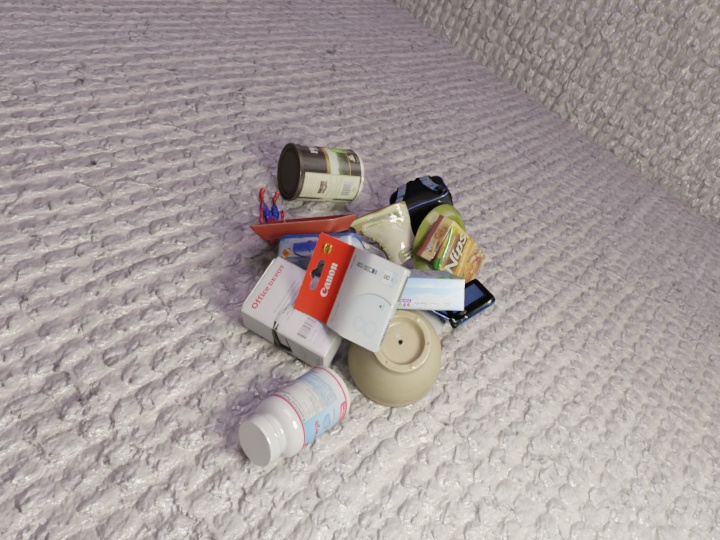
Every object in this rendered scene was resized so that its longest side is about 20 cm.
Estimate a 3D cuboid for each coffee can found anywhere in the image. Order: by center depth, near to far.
[{"bbox_3d":[-0.108,-0.259,1.720,0.196,0.148,0.148,-1,44,-33],"label":"coffee can"}]

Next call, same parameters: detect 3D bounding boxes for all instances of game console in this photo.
[{"bbox_3d":[0.203,0.047,1.506,0.120,0.169,0.200,57,4,-12],"label":"game console"}]

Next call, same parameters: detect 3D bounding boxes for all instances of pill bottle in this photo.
[{"bbox_3d":[-0.116,0.257,1.125,0.108,0.110,0.198,41,39,20],"label":"pill bottle"}]

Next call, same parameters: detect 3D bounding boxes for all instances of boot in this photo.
[{"bbox_3d":[0.049,-0.072,1.639,0.072,0.196,0.158,-34,102,-84],"label":"boot"}]

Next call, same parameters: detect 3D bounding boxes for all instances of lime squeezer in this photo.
[{"bbox_3d":[0.165,-0.012,1.515,0.071,0.199,0.038,54,15,22],"label":"lime squeezer"}]

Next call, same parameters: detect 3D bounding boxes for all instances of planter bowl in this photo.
[{"bbox_3d":[0.073,0.157,1.266,0.195,0.135,0.205,1,69,-3],"label":"planter bowl"}]

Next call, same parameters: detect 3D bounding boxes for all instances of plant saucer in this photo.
[{"bbox_3d":[-0.123,-0.099,1.447,0.195,0.038,0.199,-3,7,16],"label":"plant saucer"},{"bbox_3d":[0.213,-0.067,1.645,0.197,0.205,0.031,-13,25,-41],"label":"plant saucer"}]

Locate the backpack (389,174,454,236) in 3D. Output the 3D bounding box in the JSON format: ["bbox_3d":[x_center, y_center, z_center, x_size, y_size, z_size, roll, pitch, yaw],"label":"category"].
[{"bbox_3d":[0.168,-0.176,1.760,0.179,0.137,0.201,-21,24,9],"label":"backpack"}]

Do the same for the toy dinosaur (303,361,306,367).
[{"bbox_3d":[-0.096,0.105,1.362,0.105,0.061,0.200,37,38,11],"label":"toy dinosaur"}]

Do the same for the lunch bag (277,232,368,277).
[{"bbox_3d":[-0.078,-0.024,1.379,0.194,0.161,0.077,-3,62,8],"label":"lunch bag"}]

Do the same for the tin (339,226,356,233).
[{"bbox_3d":[-0.090,-0.075,1.524,0.111,0.043,0.198,-27,31,-36],"label":"tin"}]

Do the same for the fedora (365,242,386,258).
[{"bbox_3d":[0.000,0.000,1.520,0.175,0.091,0.200,33,37,9],"label":"fedora"}]

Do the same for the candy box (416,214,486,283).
[{"bbox_3d":[0.234,-0.039,1.614,0.055,0.117,0.199,28,-6,43],"label":"candy box"}]

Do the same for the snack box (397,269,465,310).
[{"bbox_3d":[0.113,0.036,1.307,0.164,0.070,0.200,2,6,-3],"label":"snack box"}]

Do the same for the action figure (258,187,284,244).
[{"bbox_3d":[-0.222,-0.133,1.584,0.064,0.052,0.203,14,40,-24],"label":"action figure"}]

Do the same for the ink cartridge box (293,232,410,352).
[{"bbox_3d":[-0.023,0.037,1.195,0.196,0.163,0.047,23,5,16],"label":"ink cartridge box"}]

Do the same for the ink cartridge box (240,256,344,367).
[{"bbox_3d":[-0.122,0.086,1.290,0.197,0.085,0.146,27,62,11],"label":"ink cartridge box"}]

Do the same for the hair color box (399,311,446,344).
[{"bbox_3d":[0.106,0.152,1.428,0.110,0.065,0.200,34,36,9],"label":"hair color box"}]
